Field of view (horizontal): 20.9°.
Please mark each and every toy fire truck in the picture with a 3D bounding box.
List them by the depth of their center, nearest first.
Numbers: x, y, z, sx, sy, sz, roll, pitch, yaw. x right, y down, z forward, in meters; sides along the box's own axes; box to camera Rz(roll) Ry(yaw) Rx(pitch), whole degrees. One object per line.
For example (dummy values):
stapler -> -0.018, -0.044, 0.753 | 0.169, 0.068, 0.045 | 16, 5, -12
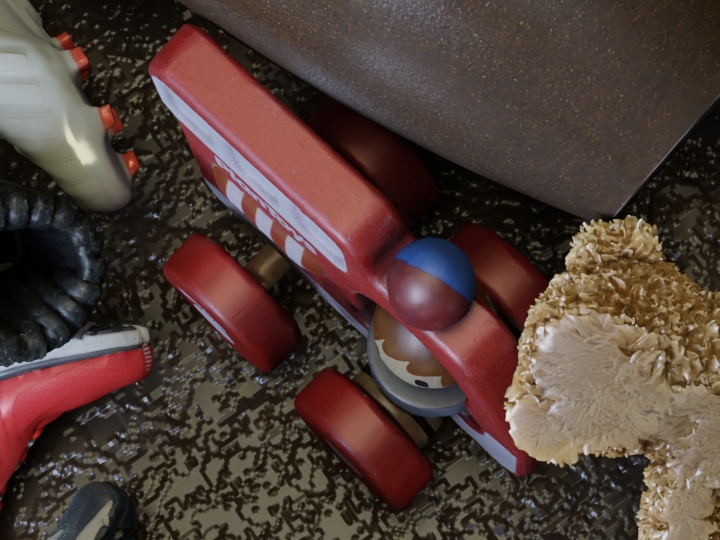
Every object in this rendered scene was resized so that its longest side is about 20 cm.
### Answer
toy fire truck -> 0.000, 0.000, 0.784 | 0.112, 0.168, 0.200 | -44, 75, -7

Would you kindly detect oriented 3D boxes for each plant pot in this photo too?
plant pot -> 0.050, -0.118, 0.734 | 0.200, 0.187, 0.187 | 41, 82, 6

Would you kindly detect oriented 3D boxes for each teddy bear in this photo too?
teddy bear -> 0.152, 0.055, 0.719 | 0.198, 0.067, 0.147 | 5, 106, 6

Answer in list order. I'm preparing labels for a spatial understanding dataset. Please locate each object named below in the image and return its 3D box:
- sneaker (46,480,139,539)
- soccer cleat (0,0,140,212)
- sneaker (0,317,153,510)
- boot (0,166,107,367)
sneaker -> -0.171, 0.162, 0.807 | 0.086, 0.078, 0.201 | 33, 79, 19
soccer cleat -> -0.166, -0.088, 0.868 | 0.077, 0.069, 0.200 | -33, 59, -7
sneaker -> -0.172, 0.082, 0.840 | 0.199, 0.077, 0.086 | -25, 93, 3
boot -> -0.215, 0.016, 0.791 | 0.210, 0.158, 0.080 | -32, 116, -13
